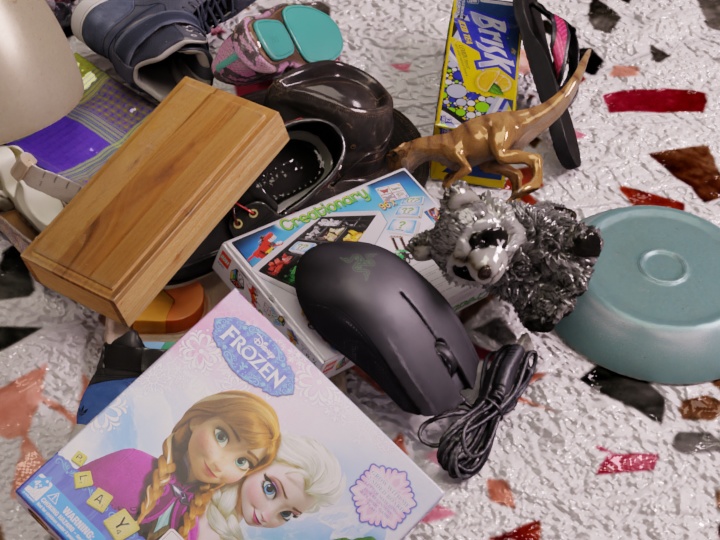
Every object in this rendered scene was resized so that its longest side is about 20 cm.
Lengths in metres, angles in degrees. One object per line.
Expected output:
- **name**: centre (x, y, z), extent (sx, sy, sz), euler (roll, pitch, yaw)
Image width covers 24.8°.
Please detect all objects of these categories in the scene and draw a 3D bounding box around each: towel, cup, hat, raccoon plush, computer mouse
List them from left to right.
- **cup**: centre (-0.345, -0.203, 1.382), extent (0.200, 0.143, 0.200), euler (-5, 30, 3)
- **towel**: centre (-0.227, -0.115, 1.426), extent (0.200, 0.023, 0.144), euler (33, 51, 25)
- **hat**: centre (-0.032, -0.131, 1.407), extent (0.200, 0.081, 0.201), euler (7, 43, -7)
- **computer mouse**: centre (0.042, 0.044, 1.206), extent (0.200, 0.053, 0.139), euler (40, 50, -4)
- **raccoon plush**: centre (0.101, -0.025, 1.277), extent (0.134, 0.097, 0.200), euler (27, 7, -10)

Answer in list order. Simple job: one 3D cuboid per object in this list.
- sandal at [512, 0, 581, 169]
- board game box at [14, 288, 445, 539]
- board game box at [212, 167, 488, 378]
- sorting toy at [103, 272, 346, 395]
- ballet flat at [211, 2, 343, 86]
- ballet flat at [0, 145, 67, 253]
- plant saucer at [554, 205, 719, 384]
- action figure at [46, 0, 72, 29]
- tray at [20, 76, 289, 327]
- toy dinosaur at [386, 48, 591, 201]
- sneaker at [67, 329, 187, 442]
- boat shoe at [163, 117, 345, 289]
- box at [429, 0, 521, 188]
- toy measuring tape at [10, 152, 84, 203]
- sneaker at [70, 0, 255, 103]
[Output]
- **sandal**: centre (0.179, -0.184, 1.472), extent (0.045, 0.075, 0.200), euler (-21, 64, 18)
- **board game box**: centre (-0.084, 0.148, 1.070), extent (0.200, 0.041, 0.200), euler (43, 71, 8)
- **board game box**: centre (0.000, 0.000, 1.280), extent (0.200, 0.035, 0.126), euler (-24, 65, -38)
- **sorting toy**: centre (-0.104, 0.055, 1.252), extent (0.185, 0.036, 0.200), euler (1, 44, -4)
- **ballet flat**: centre (-0.082, -0.199, 1.474), extent (0.071, 0.069, 0.200), euler (-24, 3, 23)
- **ballet flat**: centre (-0.275, -0.061, 1.331), extent (0.068, 0.067, 0.200), euler (-34, 55, -25)
- **plant saucer**: centre (0.244, 0.007, 1.335), extent (0.200, 0.036, 0.200), euler (3, 43, -2)
- **action figure**: centre (-0.287, -0.319, 1.569), extent (0.193, 0.105, 0.200), euler (-16, 43, -11)
- **tray**: centre (-0.154, -0.057, 1.239), extent (0.099, 0.037, 0.200), euler (23, 63, 31)
- **toy dinosaur**: centre (0.121, -0.109, 1.354), extent (0.200, 0.060, 0.106), euler (-21, 79, -1)
- **sneaker**: centre (-0.096, 0.101, 1.144), extent (0.200, 0.077, 0.111), euler (14, 79, 7)
- **boat shoe**: centre (-0.096, -0.057, 1.281), extent (0.201, 0.063, 0.074), euler (-35, 87, -28)
- **box**: centre (0.106, -0.165, 1.479), extent (0.070, 0.064, 0.200), euler (8, 45, 2)
- **toy measuring tape**: centre (-0.182, -0.068, 1.318), extent (0.200, 0.074, 0.074), euler (22, 39, -24)
- **sneaker**: centre (-0.142, -0.222, 1.495), extent (0.202, 0.077, 0.146), euler (-26, 43, -23)
